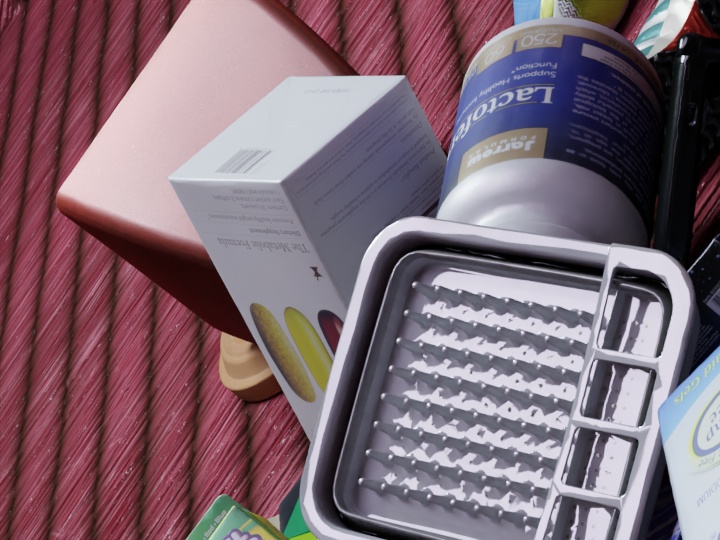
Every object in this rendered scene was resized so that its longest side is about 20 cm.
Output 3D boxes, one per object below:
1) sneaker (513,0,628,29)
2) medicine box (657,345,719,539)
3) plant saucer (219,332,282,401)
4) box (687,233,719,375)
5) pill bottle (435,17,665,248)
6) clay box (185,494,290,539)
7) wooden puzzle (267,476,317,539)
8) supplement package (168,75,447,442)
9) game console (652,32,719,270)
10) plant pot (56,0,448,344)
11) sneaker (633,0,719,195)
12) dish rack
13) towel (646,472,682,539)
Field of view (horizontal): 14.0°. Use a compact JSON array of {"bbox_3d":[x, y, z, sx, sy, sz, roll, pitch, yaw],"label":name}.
[{"bbox_3d":[0.151,-0.233,1.994,0.105,0.076,0.200,-24,36,58],"label":"sneaker"},{"bbox_3d":[0.229,0.075,1.228,0.182,0.103,0.200,-47,19,20],"label":"medicine box"},{"bbox_3d":[-0.039,0.003,2.112,0.200,0.032,0.200,-47,20,23],"label":"plant saucer"},{"bbox_3d":[0.135,0.065,1.485,0.200,0.038,0.137,-51,-6,11],"label":"box"},{"bbox_3d":[0.100,-0.036,1.567,0.116,0.116,0.200,-41,22,34],"label":"pill bottle"},{"bbox_3d":[-0.041,0.212,1.533,0.115,0.200,0.048,-54,-25,0],"label":"clay box"},{"bbox_3d":[0.001,0.132,1.782,0.200,0.037,0.185,-48,19,17],"label":"wooden puzzle"},{"bbox_3d":[0.000,0.000,1.695,0.110,0.200,0.114,-42,26,-30],"label":"supplement package"},{"bbox_3d":[0.218,-0.077,1.540,0.200,0.116,0.176,22,-106,-84],"label":"game console"},{"bbox_3d":[-0.041,-0.050,1.947,0.176,0.200,0.200,31,84,44],"label":"plant pot"},{"bbox_3d":[0.192,-0.119,1.737,0.200,0.070,0.093,-58,0,-4],"label":"sneaker"},{"bbox_3d":[0.072,0.068,1.417,0.200,0.044,0.172,10,82,38],"label":"dish rack"},{"bbox_3d":[0.153,0.107,1.413,0.200,0.024,0.145,-60,0,-20],"label":"towel"}]
